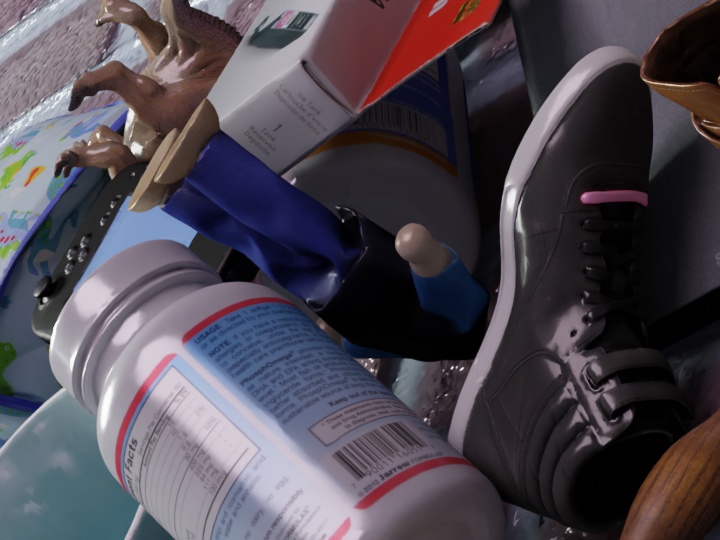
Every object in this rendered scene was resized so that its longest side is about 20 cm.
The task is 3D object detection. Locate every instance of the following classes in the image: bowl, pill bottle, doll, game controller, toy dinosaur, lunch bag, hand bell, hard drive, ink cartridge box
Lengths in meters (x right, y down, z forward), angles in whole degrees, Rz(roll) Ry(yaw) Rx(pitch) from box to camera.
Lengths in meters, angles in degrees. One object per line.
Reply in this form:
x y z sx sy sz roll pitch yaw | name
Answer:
-0.121 0.154 1.415 0.201 0.105 0.201 -40 30 28 | bowl
-0.040 0.075 1.240 0.200 0.109 0.109 42 96 32 | pill bottle
0.000 0.000 1.289 0.049 0.200 0.136 -64 12 -25 | doll
0.000 -0.067 1.473 0.112 0.112 0.200 -42 28 24 | pill bottle
-0.102 -0.003 1.421 0.200 0.042 0.105 10 77 64 | game controller
-0.085 -0.070 1.544 0.086 0.135 0.200 -80 5 -58 | toy dinosaur
-0.179 -0.001 1.684 0.170 0.127 0.200 -5 63 58 | lunch bag
0.095 0.131 1.127 0.200 0.104 0.104 -50 22 -24 | hand bell
0.133 -0.076 1.251 0.139 0.033 0.200 -32 60 41 | hard drive
0.014 -0.135 1.351 0.173 0.044 0.200 -35 18 39 | ink cartridge box

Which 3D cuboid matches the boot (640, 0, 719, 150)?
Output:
0.211 -0.062 1.050 0.200 0.155 0.077 -15 45 53 | boot

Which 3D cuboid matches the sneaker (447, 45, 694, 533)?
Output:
0.103 0.015 1.191 0.099 0.071 0.200 32 114 48 | sneaker

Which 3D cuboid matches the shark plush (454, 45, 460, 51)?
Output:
0.076 -0.187 1.551 0.200 0.091 0.083 -34 1 45 | shark plush
